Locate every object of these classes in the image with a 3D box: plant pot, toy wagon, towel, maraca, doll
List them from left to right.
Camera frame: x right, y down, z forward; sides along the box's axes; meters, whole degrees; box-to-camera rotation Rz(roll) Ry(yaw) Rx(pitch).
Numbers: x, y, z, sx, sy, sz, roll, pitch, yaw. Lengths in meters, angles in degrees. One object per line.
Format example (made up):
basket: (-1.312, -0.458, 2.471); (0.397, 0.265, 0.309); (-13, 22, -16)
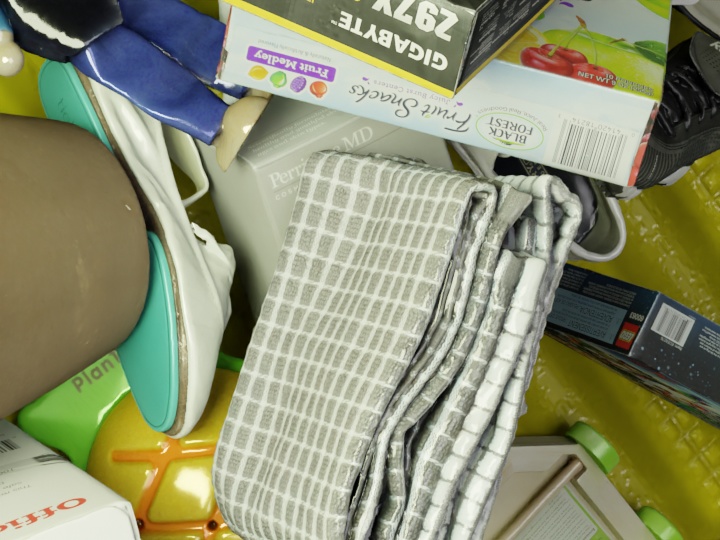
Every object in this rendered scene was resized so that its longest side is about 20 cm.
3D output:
plant pot: (-0.198, 0.000, 1.266); (0.174, 0.199, 0.202); (-15, 107, -42)
doll: (-0.129, -0.130, 1.305); (0.199, 0.049, 0.137); (32, 44, -3)
maraca: (-0.083, 0.100, 1.372); (0.137, 0.107, 0.200); (-37, 94, 1)
towel: (0.011, 0.042, 1.253); (0.085, 0.165, 0.201); (20, 87, -22)
toy wagon: (0.108, 0.186, 1.514); (0.155, 0.040, 0.200); (-45, 116, -11)

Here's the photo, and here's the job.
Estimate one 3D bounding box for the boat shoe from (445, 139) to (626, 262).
boat shoe: (0.071, -0.080, 1.409); (0.072, 0.066, 0.201); (-39, 116, -14)

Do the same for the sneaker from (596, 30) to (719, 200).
sneaker: (0.158, -0.085, 1.399); (0.090, 0.200, 0.067); (-34, 83, 17)

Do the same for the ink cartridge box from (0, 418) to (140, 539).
ink cartridge box: (-0.194, 0.143, 1.270); (0.146, 0.200, 0.086); (-19, 108, -21)

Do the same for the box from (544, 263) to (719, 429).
box: (0.188, 0.057, 1.472); (0.199, 0.136, 0.038); (28, 86, -27)

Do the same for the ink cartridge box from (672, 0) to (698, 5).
ink cartridge box: (0.105, -0.223, 1.362); (0.116, 0.067, 0.202); (0, 105, 20)

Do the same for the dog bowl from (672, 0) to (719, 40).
dog bowl: (0.213, -0.218, 1.466); (0.199, 0.074, 0.202); (-6, 103, -25)

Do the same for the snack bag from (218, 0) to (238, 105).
snack bag: (0.016, -0.183, 1.408); (0.199, 0.021, 0.190); (-10, 105, -25)

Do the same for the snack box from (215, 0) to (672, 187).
snack box: (0.043, -0.117, 1.298); (0.199, 0.143, 0.053); (15, 121, 0)

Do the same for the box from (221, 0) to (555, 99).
box: (0.017, -0.163, 1.263); (0.200, 0.159, 0.050); (-46, 156, -53)

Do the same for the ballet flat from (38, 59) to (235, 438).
ballet flat: (-0.096, -0.021, 1.332); (0.069, 0.069, 0.201); (-15, 79, -22)

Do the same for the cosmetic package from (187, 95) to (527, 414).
cosmetic package: (0.000, 0.000, 1.389); (0.106, 0.090, 0.201); (-30, 121, -18)
